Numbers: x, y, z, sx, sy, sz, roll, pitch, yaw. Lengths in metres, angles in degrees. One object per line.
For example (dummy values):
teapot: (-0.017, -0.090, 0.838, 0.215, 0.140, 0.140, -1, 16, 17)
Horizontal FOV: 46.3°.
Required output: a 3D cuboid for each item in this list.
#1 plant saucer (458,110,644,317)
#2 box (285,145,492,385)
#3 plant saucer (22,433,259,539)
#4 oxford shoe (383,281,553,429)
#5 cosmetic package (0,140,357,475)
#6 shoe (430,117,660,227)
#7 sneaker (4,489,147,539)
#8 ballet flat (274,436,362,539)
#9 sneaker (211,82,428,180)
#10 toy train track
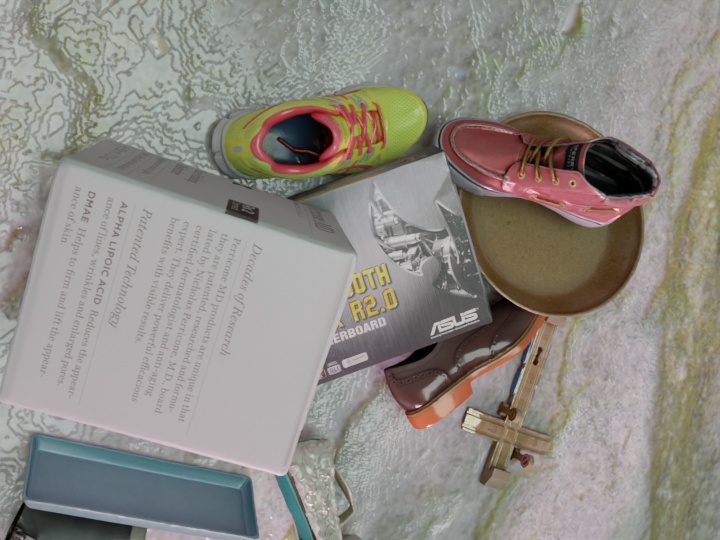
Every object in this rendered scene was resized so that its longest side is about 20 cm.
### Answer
plant saucer: (0.181, -0.053, 0.820, 0.197, 0.035, 0.204, 3, 79, -15)
box: (0.000, 0.000, 0.734, 0.197, 0.048, 0.161, -19, 106, -2)
plant saucer: (-0.181, 0.187, 0.705, 0.197, 0.070, 0.019, 20, 118, -26)
oxford shoe: (0.108, 0.062, 0.813, 0.199, 0.071, 0.073, -40, 98, -21)
cosmetic package: (-0.125, 0.019, 0.613, 0.197, 0.165, 0.168, 17, 100, -11)
shoe: (0.167, -0.099, 0.757, 0.197, 0.091, 0.073, 19, 75, -11)
sneaker: (-0.256, 0.281, 0.685, 0.105, 0.075, 0.203, 21, 80, -21)
ballet flat: (-0.027, 0.246, 0.778, 0.071, 0.072, 0.203, -18, 106, -20)
sneaker: (-0.021, -0.113, 0.715, 0.197, 0.090, 0.080, -18, 103, -22)
toy train track: (0.174, 0.131, 0.870, 0.113, 0.032, 0.203, 21, 88, -25)
